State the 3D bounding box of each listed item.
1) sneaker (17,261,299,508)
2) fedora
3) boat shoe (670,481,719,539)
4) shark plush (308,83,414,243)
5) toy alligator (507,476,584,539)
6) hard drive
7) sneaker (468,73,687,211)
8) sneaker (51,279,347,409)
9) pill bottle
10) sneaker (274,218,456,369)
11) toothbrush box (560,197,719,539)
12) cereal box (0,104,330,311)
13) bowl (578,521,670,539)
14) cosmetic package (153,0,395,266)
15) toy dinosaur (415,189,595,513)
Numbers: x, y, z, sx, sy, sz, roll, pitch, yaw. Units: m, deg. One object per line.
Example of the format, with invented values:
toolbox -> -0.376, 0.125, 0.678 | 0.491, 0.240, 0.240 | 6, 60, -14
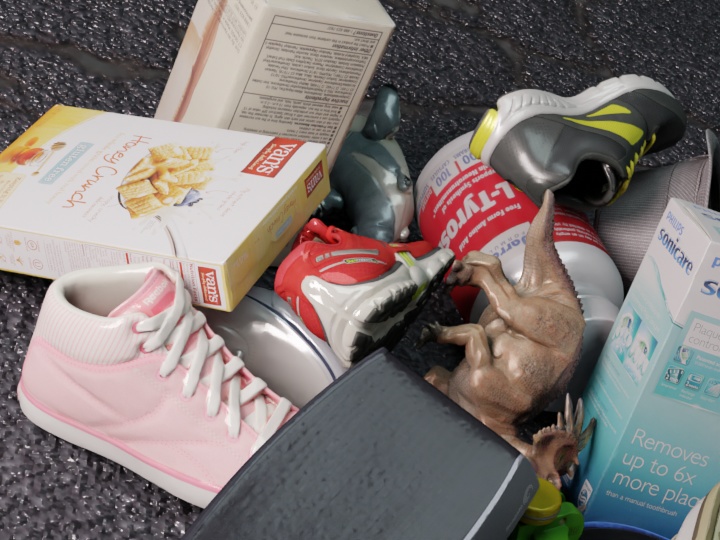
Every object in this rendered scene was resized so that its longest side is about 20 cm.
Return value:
sneaker -> -0.094, 0.062, 0.976 | 0.198, 0.105, 0.075 | 20, 34, 8
fedora -> 0.218, -0.017, 1.310 | 0.089, 0.179, 0.200 | 4, 5, 16
boat shoe -> 0.179, 0.205, 0.958 | 0.074, 0.069, 0.200 | 34, 53, 2
shark plush -> -0.004, -0.043, 1.291 | 0.082, 0.091, 0.202 | -5, 56, -6
toy alligator -> 0.064, 0.123, 1.024 | 0.199, 0.060, 0.054 | 30, 36, 29
hard drive -> -0.009, 0.136, 0.915 | 0.134, 0.042, 0.200 | 37, 61, 16
sneaker -> 0.162, -0.078, 1.225 | 0.199, 0.075, 0.085 | -12, 56, -39
sneaker -> -0.099, 0.041, 1.075 | 0.199, 0.074, 0.071 | 26, 40, 15
pill bottle -> 0.116, 0.000, 1.237 | 0.111, 0.113, 0.201 | 8, 36, -28
sneaker -> 0.000, 0.000, 1.072 | 0.085, 0.077, 0.200 | 37, 10, 8
toothbrush box -> 0.231, 0.075, 1.120 | 0.145, 0.202, 0.085 | 18, 17, -15
cereal box -> -0.135, -0.042, 1.073 | 0.198, 0.040, 0.144 | 9, 35, 21
bowl -> 0.169, 0.226, 1.023 | 0.199, 0.040, 0.201 | 19, 33, -13
cosmetic package -> -0.069, -0.108, 1.174 | 0.103, 0.201, 0.088 | 5, 37, -33
toy dinosaur -> 0.104, 0.059, 1.105 | 0.135, 0.201, 0.086 | 24, -13, 5
